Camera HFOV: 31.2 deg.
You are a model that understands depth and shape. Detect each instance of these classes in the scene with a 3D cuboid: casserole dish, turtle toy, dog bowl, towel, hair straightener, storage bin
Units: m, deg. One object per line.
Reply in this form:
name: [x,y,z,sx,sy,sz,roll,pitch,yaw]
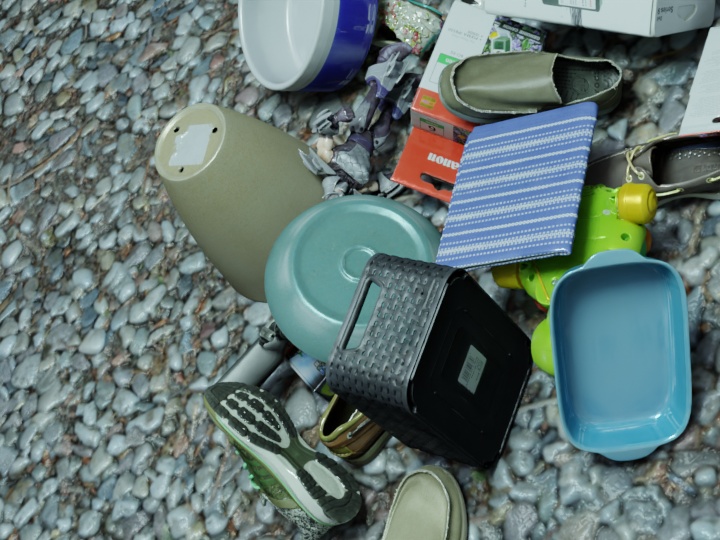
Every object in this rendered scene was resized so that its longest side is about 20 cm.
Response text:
casserole dish: [0.228,0.071,1.140,0.119,0.203,0.039,-7,21,4]
turtle toy: [0.206,0.006,1.216,0.144,0.101,0.202,3,59,34]
dog bowl: [-0.064,-0.311,1.510,0.199,0.078,0.204,4,95,56]
towel: [0.151,-0.078,1.232,0.143,0.024,0.202,-11,44,31]
hair straightener: [-0.078,0.071,1.339,0.200,0.077,0.041,-42,84,-1]
storage bin: [0.070,0.086,1.198,0.093,0.200,0.137,12,71,35]

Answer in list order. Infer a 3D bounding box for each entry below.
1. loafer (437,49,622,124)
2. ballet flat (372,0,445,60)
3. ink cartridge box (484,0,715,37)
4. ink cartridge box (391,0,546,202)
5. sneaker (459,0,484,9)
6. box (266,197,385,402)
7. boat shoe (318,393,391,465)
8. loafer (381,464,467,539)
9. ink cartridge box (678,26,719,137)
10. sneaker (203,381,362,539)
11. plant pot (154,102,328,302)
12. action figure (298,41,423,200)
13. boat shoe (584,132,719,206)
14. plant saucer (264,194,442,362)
loafer: [0.176,-0.195,1.306,0.197,0.070,0.076,-5,79,-9]
ballet flat: [0.016,-0.303,1.526,0.199,0.075,0.065,32,101,43]
ink cartridge box: [0.249,-0.299,1.321,0.198,0.145,0.085,17,115,36]
ink cartridge box: [0.115,-0.175,1.371,0.108,0.050,0.202,20,75,9]
sneaker: [0.137,-0.321,1.458,0.071,0.072,0.202,19,78,35]
box: [-0.004,0.030,1.381,0.200,0.035,0.110,-48,51,1]
boat shoe: [0.030,0.102,1.300,0.071,0.068,0.202,24,79,38]
loafer: [0.047,0.275,1.197,0.075,0.068,0.203,-2,65,31]
ink cartridge box: [0.366,-0.166,1.193,0.108,0.051,0.201,-5,36,30]
sneaker: [-0.094,0.198,1.290,0.200,0.077,0.089,44,124,15]
plant pot: [-0.131,-0.092,1.420,0.185,0.200,0.190,-14,59,24]
action figure: [0.007,-0.151,1.421,0.069,0.130,0.202,3,58,44]
boat shoe: [0.292,-0.098,1.250,0.197,0.059,0.073,-4,63,30]
plant saucer: [0.000,0.000,1.301,0.197,0.036,0.203,0,60,0]
